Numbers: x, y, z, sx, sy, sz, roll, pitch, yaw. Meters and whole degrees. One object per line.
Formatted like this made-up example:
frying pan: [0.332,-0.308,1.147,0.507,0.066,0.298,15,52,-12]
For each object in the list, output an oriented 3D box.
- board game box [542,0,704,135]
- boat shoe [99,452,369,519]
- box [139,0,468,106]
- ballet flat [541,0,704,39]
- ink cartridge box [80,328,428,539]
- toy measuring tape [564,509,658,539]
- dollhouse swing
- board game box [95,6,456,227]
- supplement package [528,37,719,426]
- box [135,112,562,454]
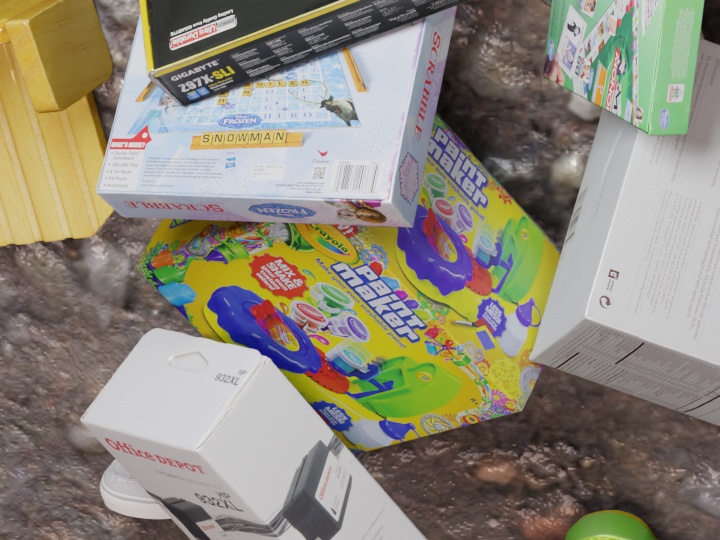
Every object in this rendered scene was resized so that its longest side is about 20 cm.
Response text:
board game box: [0.158,-0.193,1.533,0.029,0.135,0.202,-2,109,-25]
boat shoe: [-0.096,0.127,1.886,0.198,0.072,0.069,-7,122,15]
box: [-0.038,-0.205,1.570,0.199,0.161,0.049,-18,149,18]
ballet flat: [0.133,-0.178,1.630,0.200,0.057,0.066,36,121,-16]
ink cartridge box: [-0.071,0.141,1.763,0.145,0.084,0.200,9,145,51]
toy measuring tape: [0.214,0.200,1.887,0.199,0.074,0.074,-13,123,19]
dollhouse swing: [-0.268,-0.081,1.714,0.198,0.182,0.177,-5,105,13]
board game box: [-0.045,-0.127,1.593,0.199,0.201,0.041,3,159,25]
supplement package: [0.236,-0.012,1.623,0.199,0.193,0.147,20,166,-5]
box: [0.000,0.000,1.708,0.192,0.122,0.200,-19,123,46]
